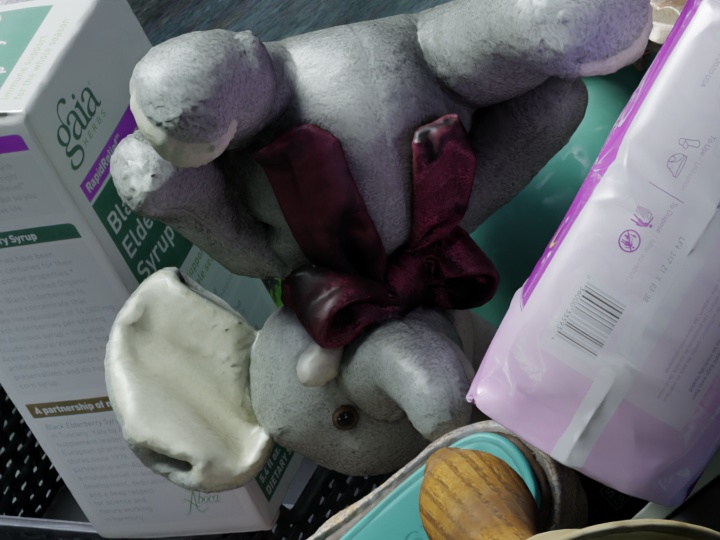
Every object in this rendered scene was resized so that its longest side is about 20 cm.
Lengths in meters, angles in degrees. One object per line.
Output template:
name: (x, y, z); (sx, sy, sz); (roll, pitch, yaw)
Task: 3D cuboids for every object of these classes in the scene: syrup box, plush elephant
syrup box: (-0.092, -0.001, 1.082); (0.081, 0.200, 0.079); (-6, 39, 29)
plush elephant: (0.000, 0.000, 0.986); (0.164, 0.156, 0.200); (-12, -2, -18)

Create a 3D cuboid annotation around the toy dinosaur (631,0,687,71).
toy dinosaur: (0.165, -0.080, 1.011); (0.136, 0.199, 0.086); (-117, 43, -61)

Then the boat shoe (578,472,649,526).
boat shoe: (0.110, 0.043, 0.979); (0.065, 0.074, 0.200); (-31, -22, -45)

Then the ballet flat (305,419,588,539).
ballet flat: (-0.009, 0.116, 0.954); (0.199, 0.068, 0.067); (-31, -18, 17)

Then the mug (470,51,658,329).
mug: (0.097, -0.021, 1.115); (0.152, 0.114, 0.185); (-44, -9, -19)

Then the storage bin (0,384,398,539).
storage bin: (-0.083, 0.086, 1.225); (0.199, 0.094, 0.135); (2, 44, 36)

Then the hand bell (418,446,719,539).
hand bell: (0.047, 0.084, 0.809); (0.104, 0.104, 0.200); (-39, 18, 1)

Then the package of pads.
package of pads: (0.110, -0.034, 0.866); (0.201, 0.075, 0.120); (-60, -5, 8)

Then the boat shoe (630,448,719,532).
boat shoe: (0.098, 0.108, 0.933); (0.201, 0.061, 0.072); (-37, -22, -2)
